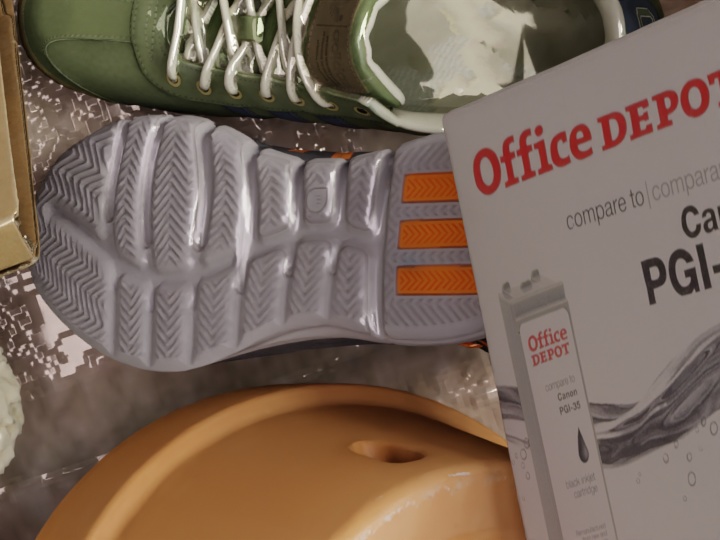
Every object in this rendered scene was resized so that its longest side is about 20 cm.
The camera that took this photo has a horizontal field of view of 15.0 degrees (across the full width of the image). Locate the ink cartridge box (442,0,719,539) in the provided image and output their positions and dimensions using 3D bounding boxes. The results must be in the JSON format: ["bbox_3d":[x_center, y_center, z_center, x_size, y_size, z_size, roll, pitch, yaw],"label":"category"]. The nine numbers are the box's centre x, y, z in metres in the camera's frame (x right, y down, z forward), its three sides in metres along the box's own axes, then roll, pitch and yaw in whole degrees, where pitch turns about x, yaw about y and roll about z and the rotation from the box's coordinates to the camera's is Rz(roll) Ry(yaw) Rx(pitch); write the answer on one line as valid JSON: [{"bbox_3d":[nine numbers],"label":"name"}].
[{"bbox_3d":[0.104,0.037,0.661,0.082,0.146,0.201,-9,84,-31],"label":"ink cartridge box"}]

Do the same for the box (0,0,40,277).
[{"bbox_3d":[-0.193,-0.025,0.792,0.199,0.164,0.021,-20,130,5],"label":"box"}]

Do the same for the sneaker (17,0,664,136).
[{"bbox_3d":[-0.007,-0.076,0.805,0.199,0.090,0.068,3,97,2],"label":"sneaker"}]

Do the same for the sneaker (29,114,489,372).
[{"bbox_3d":[0.000,0.000,0.822,0.199,0.112,0.078,6,86,36],"label":"sneaker"}]

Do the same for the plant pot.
[{"bbox_3d":[0.010,0.127,0.763,0.199,0.140,0.201,3,82,-25],"label":"plant pot"}]

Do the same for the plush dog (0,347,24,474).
[{"bbox_3d":[-0.159,0.133,0.821,0.199,0.161,0.172,-33,121,7],"label":"plush dog"}]
